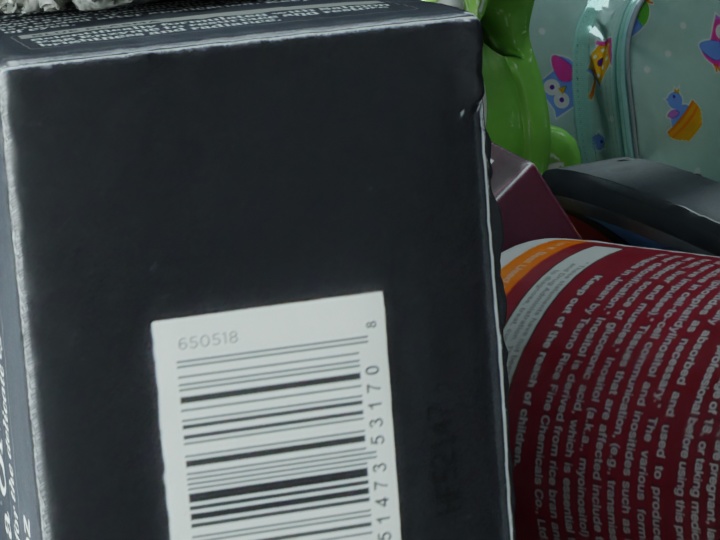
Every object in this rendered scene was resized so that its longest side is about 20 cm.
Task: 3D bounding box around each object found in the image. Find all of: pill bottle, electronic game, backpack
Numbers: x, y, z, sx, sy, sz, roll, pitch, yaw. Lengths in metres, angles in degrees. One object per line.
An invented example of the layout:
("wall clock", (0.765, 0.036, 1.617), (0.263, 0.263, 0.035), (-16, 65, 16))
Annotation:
("pill bottle", (0.116, 0.055, 0.749), (0.113, 0.114, 0.200), (-13, 14, -42))
("electronic game", (0.144, 0.020, 0.889), (0.199, 0.042, 0.200), (28, -4, 2))
("backpack", (0.119, -0.073, 1.255), (0.199, 0.177, 0.153), (-13, 10, -25))

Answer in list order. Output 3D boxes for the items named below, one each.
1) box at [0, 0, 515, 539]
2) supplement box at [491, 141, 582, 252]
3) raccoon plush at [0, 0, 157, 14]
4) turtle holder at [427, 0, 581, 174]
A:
("box", (-0.044, 0.028, 0.712), (0.117, 0.198, 0.200), (-7, 11, -14))
("supplement box", (0.000, 0.000, 0.921), (0.086, 0.110, 0.200), (-42, 34, -11))
("raccoon plush", (-0.040, -0.140, 0.694), (0.199, 0.135, 0.097), (-11, 11, -29))
("turtle holder", (0.007, -0.053, 1.087), (0.131, 0.142, 0.185), (-19, 3, -42))
